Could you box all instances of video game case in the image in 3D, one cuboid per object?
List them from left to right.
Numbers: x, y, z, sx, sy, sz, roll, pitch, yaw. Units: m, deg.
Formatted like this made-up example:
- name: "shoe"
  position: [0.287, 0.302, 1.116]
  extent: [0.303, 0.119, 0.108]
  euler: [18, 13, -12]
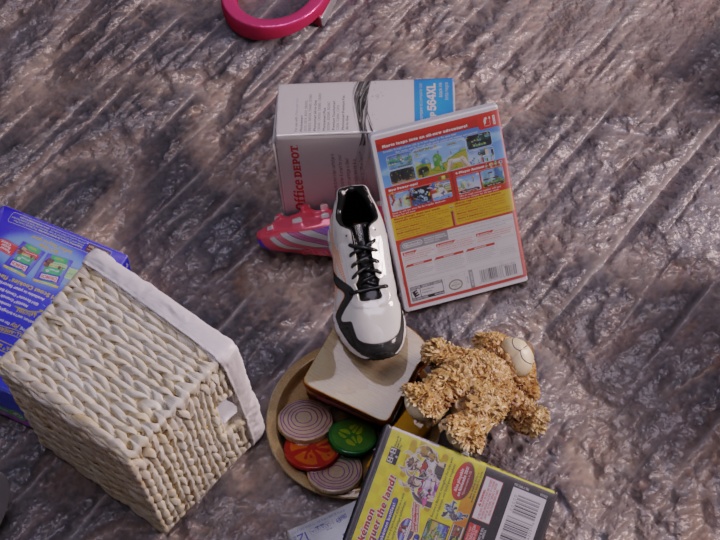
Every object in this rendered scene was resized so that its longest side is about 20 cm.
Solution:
- name: "video game case"
  position: [0.072, 0.271, 1.539]
  extent: [0.179, 0.026, 0.202]
  euler: [22, 77, -2]
- name: "video game case"
  position: [0.095, -0.066, 1.744]
  extent: [0.141, 0.202, 0.017]
  euler: [-14, 20, -5]

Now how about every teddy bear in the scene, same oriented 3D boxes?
- name: "teddy bear"
  position: [0.121, 0.115, 1.626]
  extent: [0.199, 0.067, 0.145]
  euler: [-10, 40, -41]

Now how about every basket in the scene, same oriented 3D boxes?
- name: "basket"
  position: [-0.224, 0.126, 1.625]
  extent: [0.199, 0.199, 0.161]
  euler: [31, 67, 22]

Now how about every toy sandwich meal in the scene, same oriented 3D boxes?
- name: "toy sandwich meal"
  position: [-0.004, 0.136, 1.673]
  extent: [0.203, 0.071, 0.207]
  euler: [-2, 55, 3]

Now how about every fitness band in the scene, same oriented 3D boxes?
- name: "fitness band"
  position: [-0.096, -0.368, 2.047]
  extent: [0.142, 0.038, 0.201]
  euler: [12, 56, 13]

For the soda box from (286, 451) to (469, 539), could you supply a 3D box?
- name: "soda box"
  position: [0.031, 0.255, 1.593]
  extent: [0.198, 0.064, 0.069]
  euler: [-23, 59, -11]

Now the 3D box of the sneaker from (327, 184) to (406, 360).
- name: "sneaker"
  position: [0.000, 0.000, 1.676]
  extent: [0.073, 0.080, 0.202]
  euler: [-11, 57, -6]

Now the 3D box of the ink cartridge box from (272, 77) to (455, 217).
- name: "ink cartridge box"
  position: [0.007, -0.135, 1.812]
  extent: [0.198, 0.147, 0.085]
  euler: [-1, 54, 3]

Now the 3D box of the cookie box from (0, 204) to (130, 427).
- name: "cookie box"
  position: [-0.366, 0.050, 1.758]
  extent: [0.170, 0.076, 0.201]
  euler: [21, 59, 17]

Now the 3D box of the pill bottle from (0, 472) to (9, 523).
- name: "pill bottle"
  position: [-0.459, 0.208, 1.632]
  extent: [0.198, 0.117, 0.117]
  euler: [22, 60, 19]

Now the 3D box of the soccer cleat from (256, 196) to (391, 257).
- name: "soccer cleat"
  position: [-0.018, -0.037, 1.802]
  extent: [0.198, 0.077, 0.067]
  euler: [-11, 18, 13]
